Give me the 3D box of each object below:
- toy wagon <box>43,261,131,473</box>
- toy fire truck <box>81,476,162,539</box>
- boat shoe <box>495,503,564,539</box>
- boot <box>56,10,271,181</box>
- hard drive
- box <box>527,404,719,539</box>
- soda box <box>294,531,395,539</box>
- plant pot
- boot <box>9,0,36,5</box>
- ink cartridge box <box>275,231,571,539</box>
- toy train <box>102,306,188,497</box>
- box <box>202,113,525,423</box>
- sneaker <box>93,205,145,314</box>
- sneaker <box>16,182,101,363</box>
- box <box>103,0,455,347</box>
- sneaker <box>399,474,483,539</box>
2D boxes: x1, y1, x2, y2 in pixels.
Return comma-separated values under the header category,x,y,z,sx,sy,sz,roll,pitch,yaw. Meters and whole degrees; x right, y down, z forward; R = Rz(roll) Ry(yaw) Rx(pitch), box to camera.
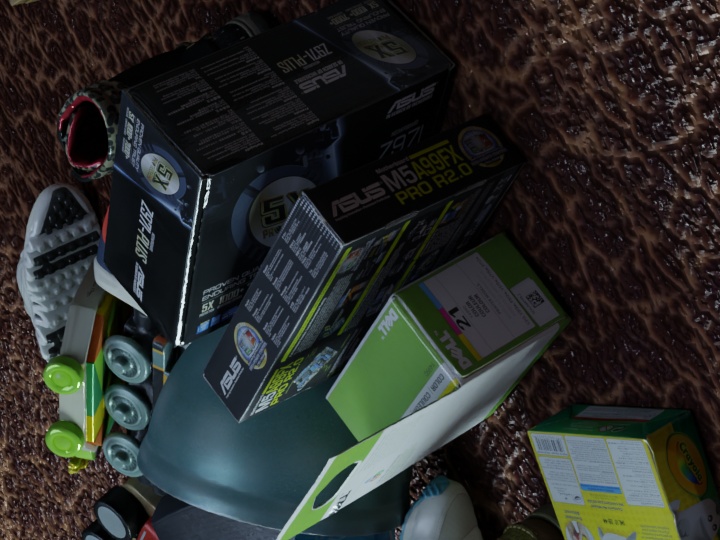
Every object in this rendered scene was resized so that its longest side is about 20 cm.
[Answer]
category,x,y,z,sx,sy,sz,roll,pitch,yaw
toy wagon,-0.228,0.091,1.691,0.039,0.155,0.201,9,126,6
toy fire truck,-0.160,0.284,1.779,0.200,0.129,0.176,43,145,9
boat shoe,0.147,0.262,1.343,0.201,0.068,0.072,60,148,2
boot,-0.155,-0.108,1.417,0.074,0.153,0.203,60,149,3
hard drive,-0.077,0.225,1.607,0.199,0.042,0.135,-19,98,36
box,0.186,0.185,1.248,0.117,0.048,0.201,-1,110,56
soda box,-0.011,0.217,1.436,0.200,0.064,0.068,-82,-19,-71
plant pot,-0.049,0.091,1.408,0.200,0.200,0.135,24,105,46
boot,-0.235,-0.298,1.472,0.200,0.074,0.155,-34,86,47
ink cartridge box,0.018,0.077,1.261,0.076,0.199,0.148,53,147,14
toy train,-0.152,0.111,1.655,0.113,0.085,0.201,21,130,19
box,0.000,0.000,1.249,0.044,0.160,0.200,52,141,18
sneaker,-0.139,-0.004,1.560,0.199,0.075,0.085,24,116,36
sneaker,-0.277,-0.006,1.764,0.081,0.075,0.201,51,148,34
box,-0.054,-0.066,1.257,0.086,0.199,0.164,47,145,25
sneaker,0.081,0.237,1.428,0.080,0.076,0.201,9,124,35
